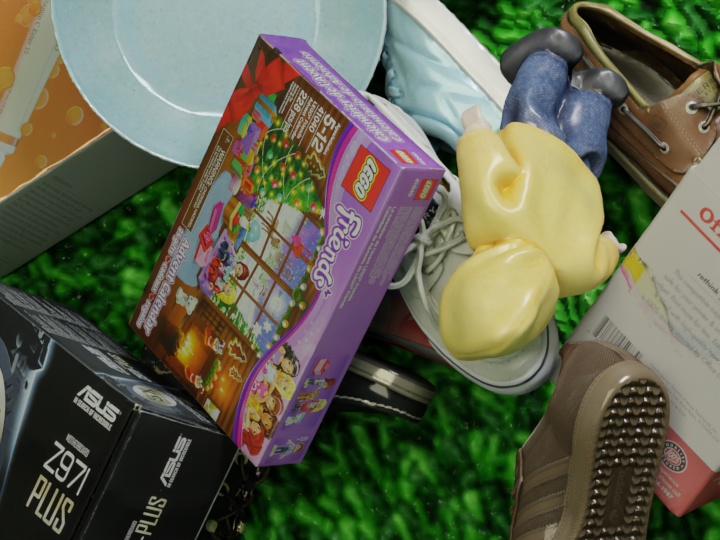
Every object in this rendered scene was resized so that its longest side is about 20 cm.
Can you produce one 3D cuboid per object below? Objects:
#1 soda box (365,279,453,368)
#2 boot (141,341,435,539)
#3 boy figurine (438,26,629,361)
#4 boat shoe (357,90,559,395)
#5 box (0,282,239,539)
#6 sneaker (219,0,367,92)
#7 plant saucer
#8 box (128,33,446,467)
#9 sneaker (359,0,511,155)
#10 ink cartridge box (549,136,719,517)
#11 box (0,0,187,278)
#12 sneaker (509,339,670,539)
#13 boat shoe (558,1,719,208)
[{"bbox_3d":[0.000,0.000,1.360,0.199,0.063,0.071,20,83,22],"label":"soda box"},{"bbox_3d":[-0.059,0.112,1.350,0.202,0.073,0.155,11,83,31],"label":"boot"},{"bbox_3d":[0.096,-0.031,1.229,0.064,0.124,0.201,-23,41,46],"label":"boy figurine"},{"bbox_3d":[0.040,-0.022,1.270,0.074,0.086,0.203,-32,68,9],"label":"boat shoe"},{"bbox_3d":[-0.185,0.121,1.341,0.200,0.086,0.165,33,98,45],"label":"box"},{"bbox_3d":[-0.063,-0.147,1.407,0.077,0.085,0.201,-33,68,11],"label":"sneaker"},{"bbox_3d":[-0.085,-0.155,1.347,0.199,0.039,0.203,1,82,-10],"label":"plant saucer"},{"bbox_3d":[-0.045,-0.011,1.272,0.137,0.039,0.201,43,119,35],"label":"box"},{"bbox_3d":[0.036,-0.114,1.370,0.082,0.074,0.200,-44,66,2],"label":"sneaker"},{"bbox_3d":[0.203,0.020,1.233,0.117,0.067,0.201,48,125,22],"label":"ink cartridge box"},{"bbox_3d":[-0.199,-0.101,1.439,0.199,0.097,0.125,-31,70,10],"label":"box"},{"bbox_3d":[0.115,0.135,1.249,0.076,0.070,0.202,40,116,58],"label":"sneaker"},{"bbox_3d":[0.186,-0.082,1.296,0.199,0.068,0.072,33,49,22],"label":"boat shoe"}]
